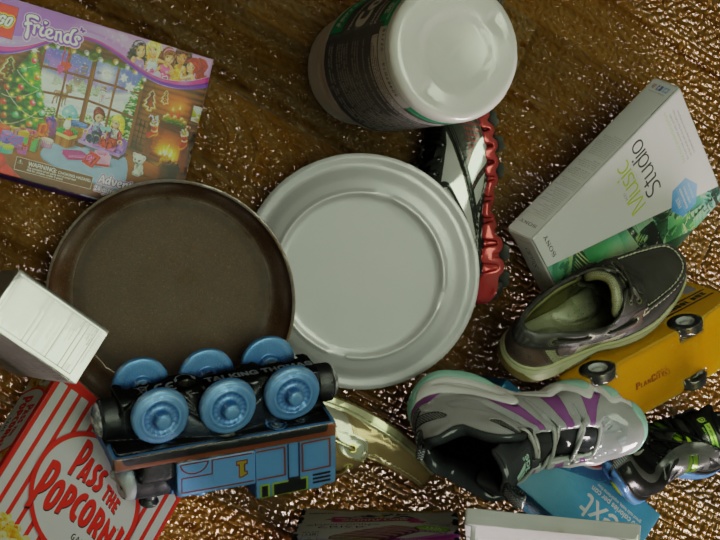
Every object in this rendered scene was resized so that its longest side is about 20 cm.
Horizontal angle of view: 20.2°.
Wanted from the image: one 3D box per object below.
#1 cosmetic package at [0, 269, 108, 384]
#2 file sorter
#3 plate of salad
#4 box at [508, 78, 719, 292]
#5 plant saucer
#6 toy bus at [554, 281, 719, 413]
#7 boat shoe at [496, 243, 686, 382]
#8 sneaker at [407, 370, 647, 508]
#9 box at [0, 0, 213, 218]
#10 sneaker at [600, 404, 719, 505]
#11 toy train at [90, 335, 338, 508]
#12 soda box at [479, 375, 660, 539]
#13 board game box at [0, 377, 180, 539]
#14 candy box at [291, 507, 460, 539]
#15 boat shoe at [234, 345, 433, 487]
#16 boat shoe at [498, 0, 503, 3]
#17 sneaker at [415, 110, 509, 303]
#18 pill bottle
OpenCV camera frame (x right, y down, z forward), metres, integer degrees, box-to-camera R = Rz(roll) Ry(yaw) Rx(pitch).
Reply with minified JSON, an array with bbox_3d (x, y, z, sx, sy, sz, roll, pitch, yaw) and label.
[{"bbox_3d":[-0.259,0.040,1.516,0.082,0.200,0.051,38,76,-19],"label":"cosmetic package"},{"bbox_3d":[0.152,0.282,1.658,0.138,0.200,0.125,4,70,6],"label":"file sorter"},{"bbox_3d":[0.000,0.000,1.692,0.199,0.048,0.201,0,101,2],"label":"plate of salad"},{"bbox_3d":[0.229,-0.051,1.784,0.200,0.036,0.145,-44,132,-15],"label":"box"},{"bbox_3d":[-0.151,0.022,1.621,0.199,0.032,0.201,0,105,-1],"label":"plant saucer"},{"bbox_3d":[0.243,0.079,1.776,0.199,0.078,0.065,-25,120,-30],"label":"toy bus"},{"bbox_3d":[0.206,0.028,1.716,0.200,0.066,0.072,-27,69,-25],"label":"boat shoe"},{"bbox_3d":[0.137,0.148,1.629,0.199,0.140,0.078,3,116,-1],"label":"sneaker"},{"bbox_3d":[-0.228,-0.129,1.615,0.199,0.039,0.138,14,85,-23],"label":"box"},{"bbox_3d":[0.275,0.152,1.778,0.199,0.083,0.071,-7,60,-48],"label":"sneaker"},{"bbox_3d":[-0.111,0.124,1.577,0.199,0.087,0.115,-9,114,-19],"label":"toy train"},{"bbox_3d":[0.165,0.179,1.773,0.200,0.064,0.068,41,75,-19],"label":"soda box"},{"bbox_3d":[-0.239,0.200,1.568,0.151,0.046,0.200,45,56,-26],"label":"board game box"},{"bbox_3d":[0.013,0.235,1.614,0.136,0.200,0.061,1,92,1],"label":"candy box"},{"bbox_3d":[-0.029,0.135,1.689,0.199,0.074,0.067,30,82,-10],"label":"boat shoe"},{"bbox_3d":[0.126,-0.307,1.743,0.074,0.073,0.201,20,87,-21],"label":"boat shoe"},{"bbox_3d":[0.071,-0.069,1.726,0.097,0.071,0.201,-5,94,-25],"label":"sneaker"},{"bbox_3d":[0.036,-0.170,1.640,0.113,0.200,0.114,0,90,-23],"label":"pill bottle"}]
